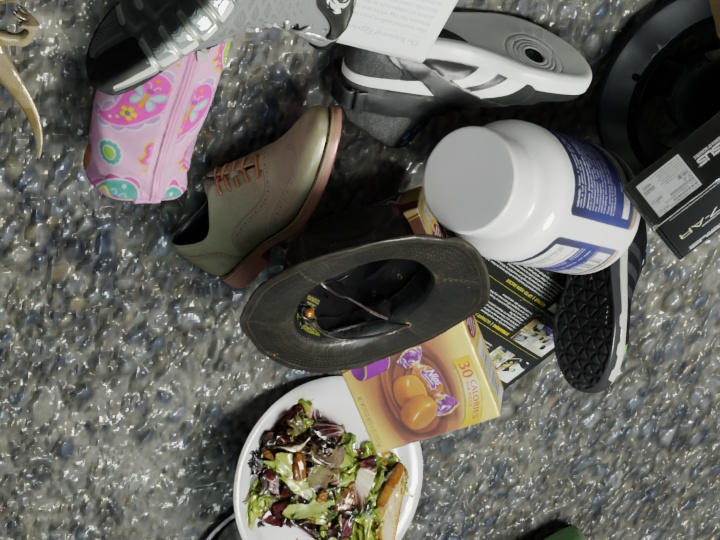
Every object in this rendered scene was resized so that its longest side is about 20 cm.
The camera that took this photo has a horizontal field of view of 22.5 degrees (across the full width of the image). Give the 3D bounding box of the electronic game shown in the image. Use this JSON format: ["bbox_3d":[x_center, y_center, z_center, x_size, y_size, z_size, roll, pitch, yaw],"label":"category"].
[{"bbox_3d":[0.290,-0.152,1.514,0.199,0.042,0.201,-11,127,-14],"label":"electronic game"}]

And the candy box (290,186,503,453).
[{"bbox_3d":[0.032,0.042,1.515,0.116,0.057,0.201,-17,111,13],"label":"candy box"}]

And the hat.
[{"bbox_3d":[0.000,0.000,1.416,0.200,0.081,0.201,-7,148,-4],"label":"hat"}]

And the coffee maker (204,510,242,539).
[{"bbox_3d":[-0.043,0.336,1.745,0.192,0.200,0.135,10,129,-30],"label":"coffee maker"}]

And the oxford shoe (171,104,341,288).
[{"bbox_3d":[-0.081,-0.061,1.420,0.074,0.071,0.200,22,129,-21],"label":"oxford shoe"}]

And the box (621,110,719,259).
[{"bbox_3d":[0.308,-0.096,1.433,0.200,0.044,0.160,-38,163,8],"label":"box"}]

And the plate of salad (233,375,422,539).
[{"bbox_3d":[-0.023,0.197,1.664,0.199,0.048,0.201,-5,101,-29],"label":"plate of salad"}]

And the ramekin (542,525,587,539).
[{"bbox_3d":[0.233,0.366,1.899,0.098,0.200,0.200,-33,137,1],"label":"ramekin"}]

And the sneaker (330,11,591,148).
[{"bbox_3d":[0.072,-0.143,1.419,0.199,0.073,0.112,10,132,-20],"label":"sneaker"}]

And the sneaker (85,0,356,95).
[{"bbox_3d":[-0.072,-0.159,1.159,0.200,0.075,0.115,-37,137,15],"label":"sneaker"}]

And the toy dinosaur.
[{"bbox_3d":[-0.271,-0.169,1.268,0.101,0.058,0.200,-30,131,30],"label":"toy dinosaur"}]

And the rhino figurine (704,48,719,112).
[{"bbox_3d":[0.341,-0.208,1.436,0.087,0.060,0.200,32,96,-33],"label":"rhino figurine"}]

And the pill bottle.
[{"bbox_3d":[0.134,-0.060,1.437,0.111,0.111,0.200,-44,154,21],"label":"pill bottle"}]

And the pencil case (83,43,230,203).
[{"bbox_3d":[-0.143,-0.142,1.314,0.087,0.088,0.200,3,132,-25],"label":"pencil case"}]

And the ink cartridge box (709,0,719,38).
[{"bbox_3d":[0.325,-0.280,1.331,0.164,0.075,0.201,-21,114,-1],"label":"ink cartridge box"}]

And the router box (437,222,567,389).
[{"bbox_3d":[0.108,0.021,1.602,0.149,0.051,0.200,-39,134,20],"label":"router box"}]

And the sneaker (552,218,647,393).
[{"bbox_3d":[0.222,0.007,1.565,0.083,0.072,0.201,1,96,-44],"label":"sneaker"}]

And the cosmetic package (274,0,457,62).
[{"bbox_3d":[-0.012,-0.269,1.213,0.199,0.123,0.200,10,127,-30],"label":"cosmetic package"}]
